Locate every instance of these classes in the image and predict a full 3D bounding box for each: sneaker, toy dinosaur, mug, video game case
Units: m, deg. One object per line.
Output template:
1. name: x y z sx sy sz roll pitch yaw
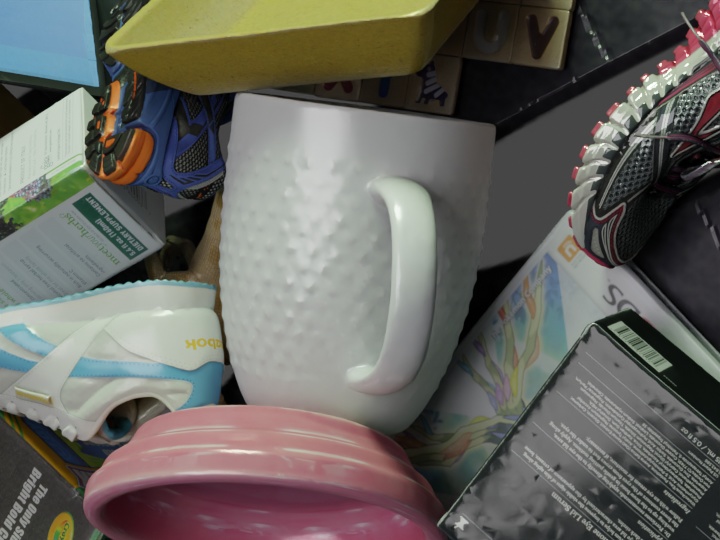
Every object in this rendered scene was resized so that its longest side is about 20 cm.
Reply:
1. sneaker: -0.106 -0.116 1.335 0.075 0.078 0.201 -34 37 41
2. toy dinosaur: -0.096 0.010 1.385 0.101 0.058 0.201 30 127 33
3. sneaker: 0.183 -0.079 1.193 0.075 0.081 0.200 47 111 24
4. sneaker: -0.168 0.061 1.302 0.199 0.076 0.081 -13 79 29
5. mug: 0.000 0.000 1.253 0.200 0.147 0.176 -158 74 -72
6. video game case: 0.115 0.100 1.263 0.182 0.022 0.200 49 113 26

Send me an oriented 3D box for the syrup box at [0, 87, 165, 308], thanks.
1. syrup box: -0.218 -0.014 1.361 0.199 0.079 0.082 -30 37 17

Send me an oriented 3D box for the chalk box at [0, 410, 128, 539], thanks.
1. chalk box: -0.175 0.167 1.397 0.200 0.124 0.125 40 108 28

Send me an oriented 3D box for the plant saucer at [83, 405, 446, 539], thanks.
1. plant saucer: -0.050 0.121 1.263 0.200 0.200 0.051 -10 64 33

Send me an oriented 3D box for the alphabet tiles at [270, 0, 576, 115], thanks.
1. alphabet tiles: 0.040 -0.176 1.338 0.199 0.008 0.168 11 92 35

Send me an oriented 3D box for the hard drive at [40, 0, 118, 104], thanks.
1. hard drive: -0.141 -0.187 1.448 0.140 0.033 0.200 42 109 29

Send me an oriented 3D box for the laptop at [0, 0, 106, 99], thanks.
1. laptop: -0.231 -0.215 1.372 0.103 0.176 0.201 -165 84 -71

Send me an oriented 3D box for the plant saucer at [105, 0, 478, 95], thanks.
1. plant saucer: -0.010 -0.154 1.269 0.199 0.200 0.049 -4 119 29

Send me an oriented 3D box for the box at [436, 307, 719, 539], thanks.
1. box: 0.162 0.138 1.170 0.200 0.079 0.141 41 107 14

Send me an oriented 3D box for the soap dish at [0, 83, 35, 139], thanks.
1. soap dish: -0.272 -0.066 1.443 0.157 0.200 0.081 -16 44 33
